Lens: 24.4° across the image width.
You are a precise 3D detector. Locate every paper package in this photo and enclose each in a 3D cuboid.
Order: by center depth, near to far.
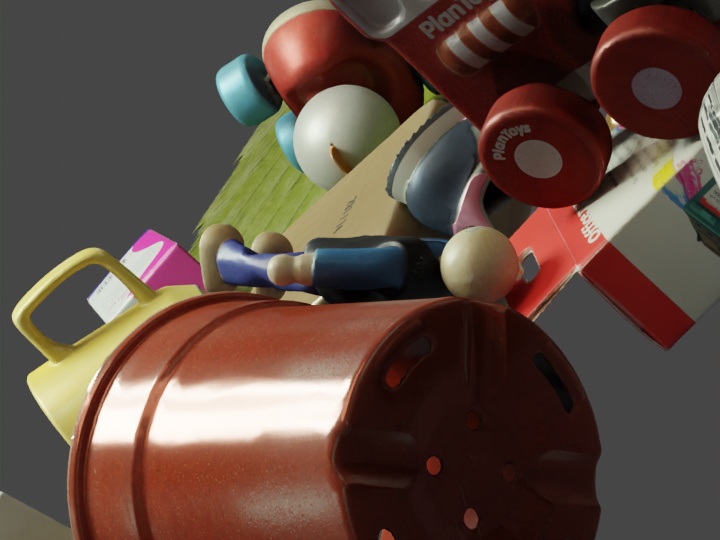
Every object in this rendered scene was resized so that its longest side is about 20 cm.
[{"bbox_3d":[0.009,0.015,1.092,0.191,0.103,0.200,-40,17,33],"label":"paper package"}]

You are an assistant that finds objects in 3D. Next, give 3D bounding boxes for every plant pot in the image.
[{"bbox_3d":[-0.004,0.098,0.781,0.195,0.201,0.201,-13,38,53],"label":"plant pot"}]

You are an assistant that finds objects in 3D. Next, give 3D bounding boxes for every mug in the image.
[{"bbox_3d":[-0.170,0.083,1.332,0.153,0.187,0.149,-41,50,-2],"label":"mug"}]

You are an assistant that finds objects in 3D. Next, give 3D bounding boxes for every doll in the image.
[{"bbox_3d":[0.000,0.000,0.888,0.200,0.136,0.049,2,86,43],"label":"doll"}]

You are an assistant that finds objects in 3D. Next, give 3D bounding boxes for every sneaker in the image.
[{"bbox_3d":[0.111,-0.091,0.997,0.200,0.082,0.070,-45,-25,-12],"label":"sneaker"}]

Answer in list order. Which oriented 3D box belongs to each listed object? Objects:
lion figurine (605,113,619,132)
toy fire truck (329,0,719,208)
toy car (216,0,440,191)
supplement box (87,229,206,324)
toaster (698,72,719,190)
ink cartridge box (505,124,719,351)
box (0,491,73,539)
[{"bbox_3d":[0.188,-0.115,0.998,0.123,0.072,0.200,-54,-1,10],"label":"lion figurine"},{"bbox_3d":[0.095,-0.139,0.818,0.200,0.168,0.112,-33,24,45],"label":"toy fire truck"},{"bbox_3d":[-0.004,-0.123,1.464,0.184,0.177,0.200,-29,50,21],"label":"toy car"},{"bbox_3d":[-0.192,0.033,1.636,0.101,0.103,0.200,-49,13,-5],"label":"supplement box"},{"bbox_3d":[0.215,-0.058,0.658,0.129,0.114,0.200,-48,16,21],"label":"toaster"},{"bbox_3d":[0.163,-0.039,0.845,0.200,0.067,0.116,-46,15,12],"label":"ink cartridge box"},{"bbox_3d":[-0.273,0.275,1.182,0.200,0.106,0.152,-42,22,49],"label":"box"}]
